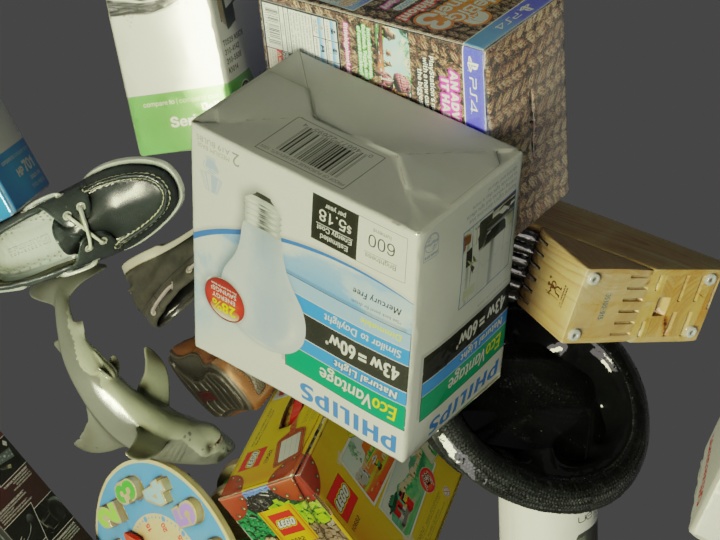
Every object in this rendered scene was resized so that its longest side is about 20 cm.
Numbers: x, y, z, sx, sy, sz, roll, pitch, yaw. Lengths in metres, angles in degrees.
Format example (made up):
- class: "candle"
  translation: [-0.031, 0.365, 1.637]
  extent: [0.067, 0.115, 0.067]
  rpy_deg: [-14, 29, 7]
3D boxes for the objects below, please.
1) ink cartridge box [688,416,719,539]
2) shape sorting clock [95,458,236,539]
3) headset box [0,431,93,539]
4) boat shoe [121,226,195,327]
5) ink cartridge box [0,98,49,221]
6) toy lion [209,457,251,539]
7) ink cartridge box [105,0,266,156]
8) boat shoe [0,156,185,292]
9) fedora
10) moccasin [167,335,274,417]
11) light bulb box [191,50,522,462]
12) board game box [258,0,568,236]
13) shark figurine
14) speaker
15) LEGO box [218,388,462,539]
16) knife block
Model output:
- class: "ink cartridge box"
  translation: [0.320, 0.098, 1.432]
  extent: [0.084, 0.145, 0.201]
  rpy_deg: [23, 114, 6]
- class: "shape sorting clock"
  translation: [-0.158, 0.252, 1.628]
  extent: [0.200, 0.039, 0.201]
  rpy_deg: [25, 125, 43]
- class: "headset box"
  translation: [-0.348, 0.209, 1.680]
  extent: [0.149, 0.077, 0.200]
  rpy_deg: [-36, 96, 34]
- class: "boat shoe"
  translation: [-0.106, -0.015, 1.535]
  extent: [0.200, 0.067, 0.057]
  rpy_deg: [-28, 81, 37]
- class: "ink cartridge box"
  translation: [-0.366, -0.115, 1.572]
  extent: [0.146, 0.086, 0.201]
  rpy_deg: [-24, 101, 21]
- class: "toy lion"
  translation: [-0.022, 0.256, 1.635]
  extent: [0.191, 0.069, 0.201]
  rpy_deg: [-3, 109, 9]
- class: "ink cartridge box"
  translation: [-0.125, -0.203, 1.441]
  extent: [0.084, 0.146, 0.201]
  rpy_deg: [-5, 109, 16]
- class: "boat shoe"
  translation: [-0.233, -0.030, 1.580]
  extent: [0.199, 0.060, 0.076]
  rpy_deg: [-25, 104, 23]
- class: "fedora"
  translation: [0.118, 0.107, 1.499]
  extent: [0.201, 0.201, 0.092]
  rpy_deg: [44, 145, -4]
- class: "moccasin"
  translation: [-0.099, 0.066, 1.527]
  extent: [0.078, 0.201, 0.074]
  rpy_deg: [-42, 94, -16]
- class: "light bulb box"
  translation: [-0.006, -0.011, 1.351]
  extent: [0.198, 0.125, 0.201]
  rpy_deg: [27, 134, 28]
- class: "board game box"
  translation: [0.038, -0.127, 1.396]
  extent: [0.199, 0.097, 0.160]
  rpy_deg: [20, 131, 33]
- class: "shark figurine"
  translation: [-0.212, 0.099, 1.583]
  extent: [0.215, 0.128, 0.089]
  rpy_deg: [49, 123, 1]
- class: "speaker"
  translation: [0.150, 0.251, 1.571]
  extent: [0.081, 0.081, 0.201]
  rpy_deg: [2, 110, 14]
- class: "LEGO box"
  translation: [-0.004, 0.147, 1.487]
  extent: [0.077, 0.200, 0.149]
  rpy_deg: [-21, 117, 35]
- class: "knife block"
  translation: [0.150, -0.016, 1.491]
  extent: [0.199, 0.176, 0.064]
  rpy_deg: [0, 120, -34]
